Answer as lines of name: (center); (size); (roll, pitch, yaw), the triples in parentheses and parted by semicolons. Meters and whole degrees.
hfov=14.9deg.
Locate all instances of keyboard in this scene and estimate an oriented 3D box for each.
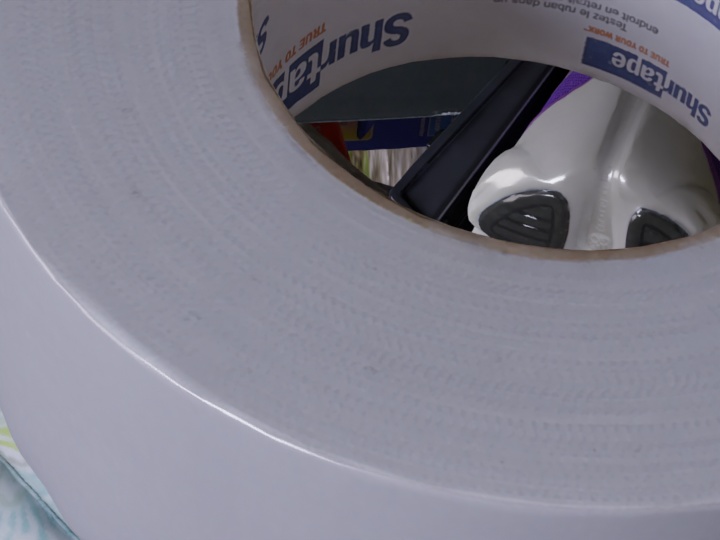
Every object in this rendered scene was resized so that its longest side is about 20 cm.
keyboard: (0.026, 0.025, 0.722); (0.127, 0.021, 0.200); (-53, -23, -20)

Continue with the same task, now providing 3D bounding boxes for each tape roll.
tape roll: (0.029, -0.022, 0.484); (0.066, 0.200, 0.200); (97, 166, -51)

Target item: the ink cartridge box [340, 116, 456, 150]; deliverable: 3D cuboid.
ink cartridge box: (0.006, -0.135, 0.962); (0.137, 0.076, 0.200); (97, 164, -47)

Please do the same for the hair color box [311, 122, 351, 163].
hair color box: (-0.041, -0.039, 0.886); (0.102, 0.061, 0.200); (-123, 13, -61)

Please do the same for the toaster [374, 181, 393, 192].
toaster: (-0.053, 0.072, 1.069); (0.200, 0.119, 0.181); (106, -174, -56)

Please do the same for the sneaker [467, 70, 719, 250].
sneaker: (0.073, 0.009, 0.682); (0.200, 0.081, 0.083); (92, -159, -57)

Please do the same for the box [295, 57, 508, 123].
box: (-0.018, -0.127, 0.722); (0.124, 0.200, 0.149); (-114, 22, -64)

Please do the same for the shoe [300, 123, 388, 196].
shoe: (0.000, 0.000, 0.800); (0.200, 0.053, 0.070); (44, -130, -40)

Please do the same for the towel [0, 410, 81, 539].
towel: (-0.072, 0.026, 0.763); (0.200, 0.048, 0.171); (49, -162, -20)
